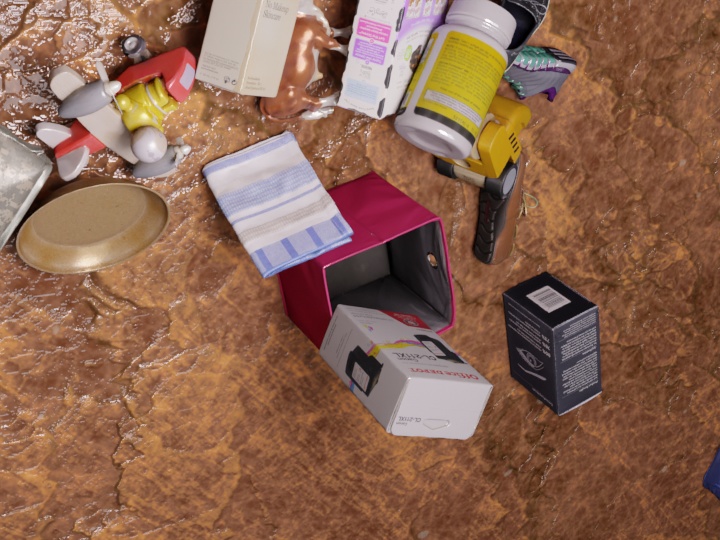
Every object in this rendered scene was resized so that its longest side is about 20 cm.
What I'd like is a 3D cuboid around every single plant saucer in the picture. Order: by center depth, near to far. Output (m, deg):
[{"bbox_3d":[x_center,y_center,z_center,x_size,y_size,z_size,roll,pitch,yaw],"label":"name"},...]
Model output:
[{"bbox_3d":[-0.347,-0.064,1.312,0.199,0.036,0.200,-19,155,-9],"label":"plant saucer"}]

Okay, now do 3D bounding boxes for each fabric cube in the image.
[{"bbox_3d":[0.000,0.000,1.500,0.199,0.199,0.197,-23,124,-19],"label":"fabric cube"}]

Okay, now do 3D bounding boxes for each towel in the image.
[{"bbox_3d":[-0.115,-0.095,1.392,0.146,0.200,0.024,-24,155,-17],"label":"towel"}]

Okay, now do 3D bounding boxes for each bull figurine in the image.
[{"bbox_3d":[-0.075,-0.295,1.376,0.121,0.065,0.201,10,114,-15],"label":"bull figurine"}]

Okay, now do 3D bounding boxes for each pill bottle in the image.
[{"bbox_3d":[0.133,-0.265,1.387,0.114,0.114,0.201,28,82,-38],"label":"pill bottle"}]

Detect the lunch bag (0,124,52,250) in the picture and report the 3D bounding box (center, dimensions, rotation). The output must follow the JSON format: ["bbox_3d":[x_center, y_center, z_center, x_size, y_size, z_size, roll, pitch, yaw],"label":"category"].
[{"bbox_3d":[-0.487,-0.101,1.200,0.164,0.118,0.200,35,99,-38],"label":"lunch bag"}]

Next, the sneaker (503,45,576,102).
[{"bbox_3d":[0.245,-0.305,1.572,0.199,0.075,0.088,4,124,-29],"label":"sneaker"}]

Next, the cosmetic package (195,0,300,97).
[{"bbox_3d":[-0.133,-0.326,1.274,0.103,0.073,0.201,-19,129,-66],"label":"cosmetic package"}]

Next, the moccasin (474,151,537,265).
[{"bbox_3d":[0.243,-0.105,1.675,0.077,0.074,0.202,-14,119,-35],"label":"moccasin"}]

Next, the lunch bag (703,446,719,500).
[{"bbox_3d":[0.911,0.463,2.346,0.135,0.132,0.201,5,112,-33],"label":"lunch bag"}]

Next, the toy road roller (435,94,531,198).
[{"bbox_3d":[0.184,-0.216,1.532,0.146,0.122,0.200,-61,155,-10],"label":"toy road roller"}]

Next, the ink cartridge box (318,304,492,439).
[{"bbox_3d":[0.058,0.133,1.350,0.145,0.200,0.083,10,110,-35],"label":"ink cartridge box"}]

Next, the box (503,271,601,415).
[{"bbox_3d":[0.345,0.131,1.814,0.104,0.148,0.201,-24,126,-19],"label":"box"}]

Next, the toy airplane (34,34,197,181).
[{"bbox_3d":[-0.298,-0.178,1.258,0.199,0.141,0.200,-17,143,-39],"label":"toy airplane"}]

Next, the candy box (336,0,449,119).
[{"bbox_3d":[0.051,-0.322,1.392,0.168,0.071,0.201,-31,137,-60],"label":"candy box"}]

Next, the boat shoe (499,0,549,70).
[{"bbox_3d":[0.235,-0.378,1.489,0.074,0.062,0.201,31,68,-4],"label":"boat shoe"}]
